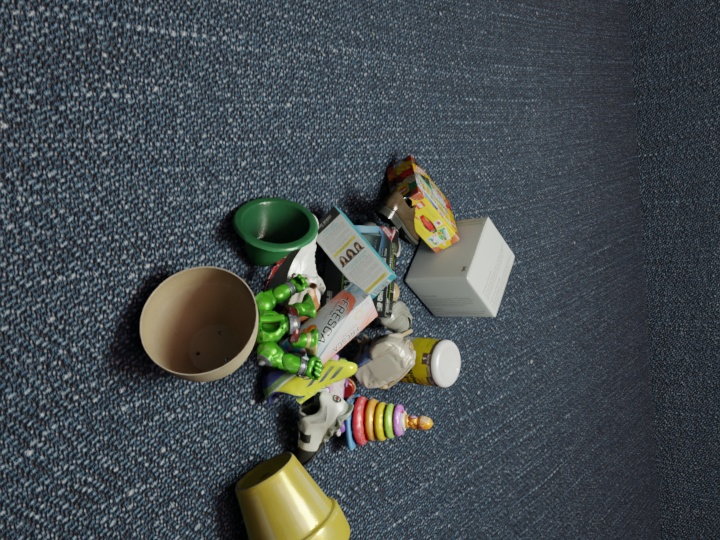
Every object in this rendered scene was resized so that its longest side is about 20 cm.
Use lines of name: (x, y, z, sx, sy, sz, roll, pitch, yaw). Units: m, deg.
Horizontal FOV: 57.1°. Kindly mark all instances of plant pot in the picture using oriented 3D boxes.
plant pot: (-0.269, 0.113, 1.168, 0.135, 0.198, 0.202, 86, 27, -61)
plant pot: (-0.147, 0.472, 1.287, 0.200, 0.200, 0.190, -32, 97, -43)

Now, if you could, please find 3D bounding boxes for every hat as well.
hat: (-0.189, -0.025, 1.341, 0.199, 0.165, 0.177, -32, 148, -43)

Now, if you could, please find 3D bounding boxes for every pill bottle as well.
pill bottle: (0.131, 0.214, 1.578, 0.109, 0.198, 0.111, 1, 89, -48)

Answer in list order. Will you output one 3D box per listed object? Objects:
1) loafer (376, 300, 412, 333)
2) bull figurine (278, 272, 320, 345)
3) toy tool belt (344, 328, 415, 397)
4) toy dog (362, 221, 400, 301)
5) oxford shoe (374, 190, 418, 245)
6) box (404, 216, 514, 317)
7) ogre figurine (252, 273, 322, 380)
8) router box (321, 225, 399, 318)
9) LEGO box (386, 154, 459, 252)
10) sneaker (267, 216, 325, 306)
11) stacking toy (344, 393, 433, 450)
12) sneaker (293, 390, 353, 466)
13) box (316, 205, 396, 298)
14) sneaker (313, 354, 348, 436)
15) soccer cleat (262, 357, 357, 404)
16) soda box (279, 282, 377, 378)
loafer: (0.088, 0.115, 1.573, 0.070, 0.070, 0.200, 56, 14, 8)
bull figurine: (-0.123, 0.099, 1.352, 0.121, 0.065, 0.201, -28, 131, -15)
toy tool belt: (0.034, 0.208, 1.517, 0.125, 0.199, 0.123, 52, 22, -11)
toy dog: (0.021, -0.002, 1.562, 0.131, 0.096, 0.202, 29, 54, -41)
oxford shoe: (0.105, -0.119, 1.535, 0.085, 0.072, 0.200, -57, 153, -8)
box: (0.261, -0.005, 1.727, 0.171, 0.197, 0.201, 46, 56, -36)
ogre figurine: (-0.140, 0.102, 1.217, 0.119, 0.098, 0.203, 1, 81, -26)
router box: (0.000, 0.000, 1.468, 0.062, 0.148, 0.203, 25, 69, -71)
LEGO box: (0.156, -0.165, 1.657, 0.200, 0.077, 0.150, 42, 28, -39)
sneaker: (-0.117, -0.011, 1.408, 0.115, 0.073, 0.202, 31, 76, -45)
stacking toy: (0.066, 0.341, 1.497, 0.116, 0.197, 0.111, -24, 111, -72)
sneaker: (-0.102, 0.325, 1.378, 0.088, 0.201, 0.074, 34, 22, -5)
box: (-0.018, -0.037, 1.419, 0.200, 0.082, 0.049, 51, 8, 17)
sneaker: (-0.060, 0.263, 1.442, 0.088, 0.080, 0.202, -25, 108, -29)
soccer cleat: (-0.101, 0.226, 1.339, 0.065, 0.198, 0.085, 69, 12, -64)
soda box: (-0.060, 0.117, 1.323, 0.200, 0.063, 0.069, -41, 137, -18)
